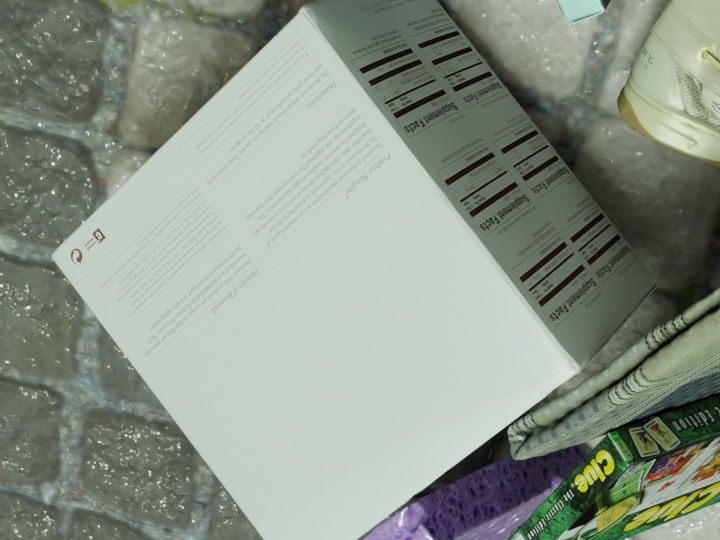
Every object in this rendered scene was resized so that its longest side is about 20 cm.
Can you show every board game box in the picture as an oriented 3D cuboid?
[{"bbox_3d":[0.167,0.095,0.897,0.024,0.199,0.105,58,137,22],"label":"board game box"}]

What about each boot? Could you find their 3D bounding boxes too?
[{"bbox_3d":[0.237,-0.109,0.839,0.198,0.072,0.156,19,118,2],"label":"boot"}]

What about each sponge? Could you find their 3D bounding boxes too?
[{"bbox_3d":[0.042,0.142,0.946,0.111,0.199,0.030,-42,75,27],"label":"sponge"}]

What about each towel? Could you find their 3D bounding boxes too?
[{"bbox_3d":[0.180,0.016,0.790,0.200,0.191,0.035,-41,69,48],"label":"towel"}]

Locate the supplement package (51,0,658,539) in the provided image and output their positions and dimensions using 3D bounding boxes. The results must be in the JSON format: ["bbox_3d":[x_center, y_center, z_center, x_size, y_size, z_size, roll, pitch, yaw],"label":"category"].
[{"bbox_3d":[0.000,0.000,0.874,0.191,0.147,0.201,-40,86,28],"label":"supplement package"}]

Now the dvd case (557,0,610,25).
[{"bbox_3d":[0.094,-0.209,0.740,0.022,0.200,0.147,-12,116,34],"label":"dvd case"}]
